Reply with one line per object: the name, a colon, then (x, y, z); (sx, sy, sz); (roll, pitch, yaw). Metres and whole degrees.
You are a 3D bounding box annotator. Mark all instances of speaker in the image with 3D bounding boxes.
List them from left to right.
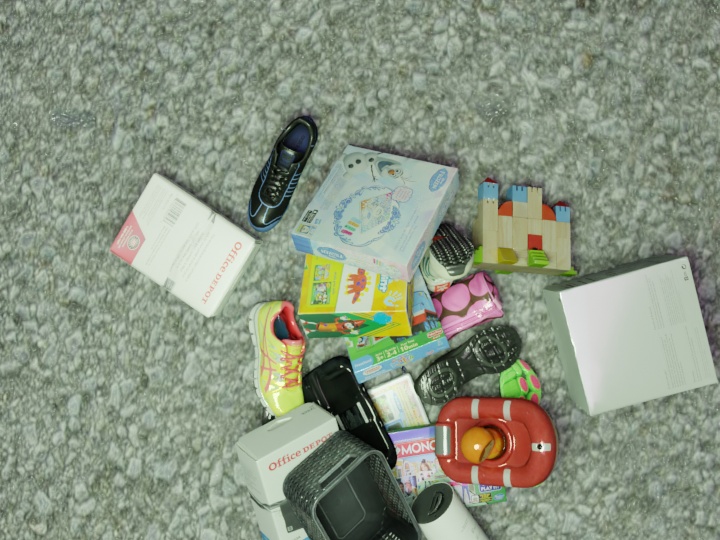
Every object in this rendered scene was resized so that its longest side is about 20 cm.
speaker: (0.159, 0.428, 1.301); (0.080, 0.081, 0.201); (-34, 113, 2)

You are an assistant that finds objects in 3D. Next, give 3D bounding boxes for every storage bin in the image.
storage bin: (-0.010, 0.357, 1.223); (0.134, 0.093, 0.203); (-37, 118, -24)

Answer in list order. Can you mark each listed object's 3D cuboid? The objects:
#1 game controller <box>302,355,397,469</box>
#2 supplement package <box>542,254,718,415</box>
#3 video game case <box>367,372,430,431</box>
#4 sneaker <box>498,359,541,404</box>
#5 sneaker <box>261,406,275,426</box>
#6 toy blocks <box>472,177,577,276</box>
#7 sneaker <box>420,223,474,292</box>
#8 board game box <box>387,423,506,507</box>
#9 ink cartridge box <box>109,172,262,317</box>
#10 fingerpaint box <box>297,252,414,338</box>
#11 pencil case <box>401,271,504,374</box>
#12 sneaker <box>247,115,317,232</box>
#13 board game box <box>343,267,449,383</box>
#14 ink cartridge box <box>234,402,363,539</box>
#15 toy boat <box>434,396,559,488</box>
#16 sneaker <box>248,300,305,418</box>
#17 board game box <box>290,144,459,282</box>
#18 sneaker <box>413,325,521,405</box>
game controller: (-0.020, 0.242, 1.328); (0.103, 0.042, 0.203); (-29, 80, 10)
supplement package: (0.410, 0.095, 1.284); (0.196, 0.147, 0.196); (-15, 91, 3)
video game case: (0.036, 0.297, 1.366); (0.179, 0.024, 0.204); (-23, 90, 2)
sneaker: (0.248, 0.243, 1.328); (0.075, 0.084, 0.205); (4, 72, -20)
sneaker: (-0.108, 0.300, 1.357); (0.102, 0.060, 0.205); (1, 95, 1)
toy blocks: (0.255, -0.070, 1.317); (0.195, 0.100, 0.140); (5, 79, -12)
sneaker: (0.132, -0.005, 1.274); (0.069, 0.200, 0.095); (-8, 109, -6)
board game box: (0.130, 0.316, 1.337); (0.195, 0.029, 0.138); (-8, 91, -1)
ink cartridge box: (-0.279, -0.039, 1.341); (0.198, 0.083, 0.148); (33, 92, 2)
fingerpaint box: (0.000, 0.000, 1.277); (0.163, 0.074, 0.203); (-3, 54, 10)
pencil case: (0.133, 0.079, 1.322); (0.197, 0.094, 0.092); (-28, 101, 3)
sneaker: (-0.130, -0.157, 1.335); (0.069, 0.078, 0.203); (25, 92, 1)
board game box: (0.037, 0.059, 1.298); (0.149, 0.037, 0.202); (-22, 50, 3)
ink cartridge box: (-0.091, 0.330, 1.269); (0.143, 0.083, 0.204); (-23, 111, -27)
toy boat: (0.190, 0.256, 1.229); (0.196, 0.130, 0.134); (-4, 83, 30)
sneaker: (-0.122, 0.141, 1.314); (0.090, 0.077, 0.204); (-24, 78, 45)
board game box: (0.025, -0.093, 1.265); (0.195, 0.044, 0.202); (15, 56, 25)
sneaker: (0.167, 0.146, 1.331); (0.197, 0.091, 0.077); (-24, 90, -14)
